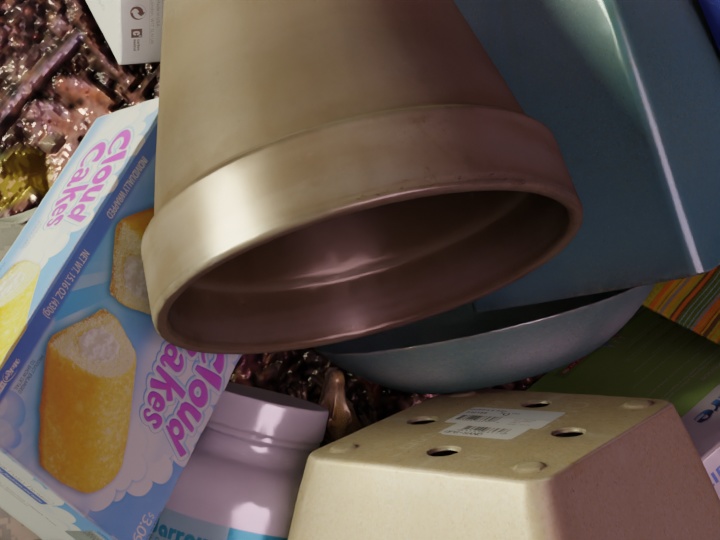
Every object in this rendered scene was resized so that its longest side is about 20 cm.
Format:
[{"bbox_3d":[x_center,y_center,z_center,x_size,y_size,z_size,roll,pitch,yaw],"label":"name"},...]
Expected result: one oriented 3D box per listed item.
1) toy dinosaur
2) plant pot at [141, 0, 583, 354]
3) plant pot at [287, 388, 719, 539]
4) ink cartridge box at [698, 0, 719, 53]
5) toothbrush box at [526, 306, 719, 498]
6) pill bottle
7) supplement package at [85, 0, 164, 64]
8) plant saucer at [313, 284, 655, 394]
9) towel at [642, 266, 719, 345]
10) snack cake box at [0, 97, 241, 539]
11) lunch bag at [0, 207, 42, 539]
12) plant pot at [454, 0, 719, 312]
[{"bbox_3d":[0.005,0.123,0.786,0.058,0.101,0.200,-39,127,-3],"label":"toy dinosaur"},{"bbox_3d":[-0.015,-0.074,0.615,0.200,0.200,0.174,-8,72,-18],"label":"plant pot"},{"bbox_3d":[0.073,0.160,0.642,0.200,0.199,0.178,-18,103,-50],"label":"plant pot"},{"bbox_3d":[0.270,-0.144,0.657,0.200,0.044,0.094,-31,103,-18],"label":"ink cartridge box"},{"bbox_3d":[0.193,0.099,0.797,0.146,0.200,0.086,-38,106,-14],"label":"toothbrush box"},{"bbox_3d":[-0.072,0.163,0.689,0.111,0.111,0.200,13,88,-19],"label":"pill bottle"},{"bbox_3d":[-0.048,-0.193,0.723,0.200,0.114,0.110,-9,127,-21],"label":"supplement package"},{"bbox_3d":[0.074,0.035,0.738,0.201,0.201,0.039,-16,97,-18],"label":"plant saucer"},{"bbox_3d":[0.179,-0.021,0.799,0.086,0.200,0.018,-50,138,-11],"label":"towel"},{"bbox_3d":[-0.121,0.026,0.651,0.115,0.067,0.200,47,52,-31],"label":"snack cake box"},{"bbox_3d":[-0.223,0.068,0.696,0.164,0.118,0.201,-5,99,-21],"label":"lunch bag"},{"bbox_3d":[0.121,-0.101,0.686,0.141,0.141,0.200,-24,98,-45],"label":"plant pot"}]
